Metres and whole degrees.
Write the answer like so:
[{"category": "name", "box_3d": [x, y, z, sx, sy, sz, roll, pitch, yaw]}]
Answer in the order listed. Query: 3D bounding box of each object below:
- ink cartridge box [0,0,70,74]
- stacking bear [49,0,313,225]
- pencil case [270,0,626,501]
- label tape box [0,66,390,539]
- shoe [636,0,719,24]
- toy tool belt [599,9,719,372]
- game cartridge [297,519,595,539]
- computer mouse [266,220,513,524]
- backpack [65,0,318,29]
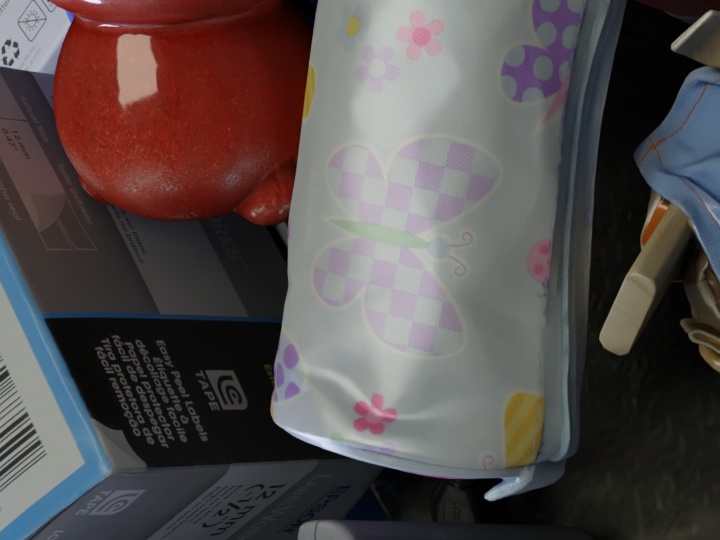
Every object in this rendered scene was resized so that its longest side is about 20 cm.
[{"category": "ink cartridge box", "box_3d": [-0.182, -0.104, 1.036, 0.198, 0.047, 0.200, -53, 54, 26]}, {"category": "stacking bear", "box_3d": [-0.053, -0.111, 0.711, 0.121, 0.114, 0.201, 4, 112, 22]}, {"category": "pencil case", "box_3d": [0.031, -0.043, 0.703, 0.090, 0.083, 0.201, 11, 94, 14]}, {"category": "label tape box", "box_3d": [-0.061, 0.015, 0.806, 0.066, 0.199, 0.144, -41, 66, 29]}, {"category": "shoe", "box_3d": [0.114, -0.171, 0.753, 0.071, 0.091, 0.201, 30, 105, 38]}, {"category": "toy tool belt", "box_3d": [0.145, -0.055, 0.685, 0.125, 0.123, 0.200, 45, 110, 23]}, {"category": "game cartridge", "box_3d": [0.033, 0.174, 0.759, 0.041, 0.133, 0.201, -6, 82, 39]}, {"category": "computer mouse", "box_3d": [0.000, 0.000, 0.848, 0.044, 0.110, 0.200, -27, 54, -9]}, {"category": "backpack", "box_3d": [-0.016, -0.161, 0.827, 0.199, 0.162, 0.169, -27, 90, 27]}]
